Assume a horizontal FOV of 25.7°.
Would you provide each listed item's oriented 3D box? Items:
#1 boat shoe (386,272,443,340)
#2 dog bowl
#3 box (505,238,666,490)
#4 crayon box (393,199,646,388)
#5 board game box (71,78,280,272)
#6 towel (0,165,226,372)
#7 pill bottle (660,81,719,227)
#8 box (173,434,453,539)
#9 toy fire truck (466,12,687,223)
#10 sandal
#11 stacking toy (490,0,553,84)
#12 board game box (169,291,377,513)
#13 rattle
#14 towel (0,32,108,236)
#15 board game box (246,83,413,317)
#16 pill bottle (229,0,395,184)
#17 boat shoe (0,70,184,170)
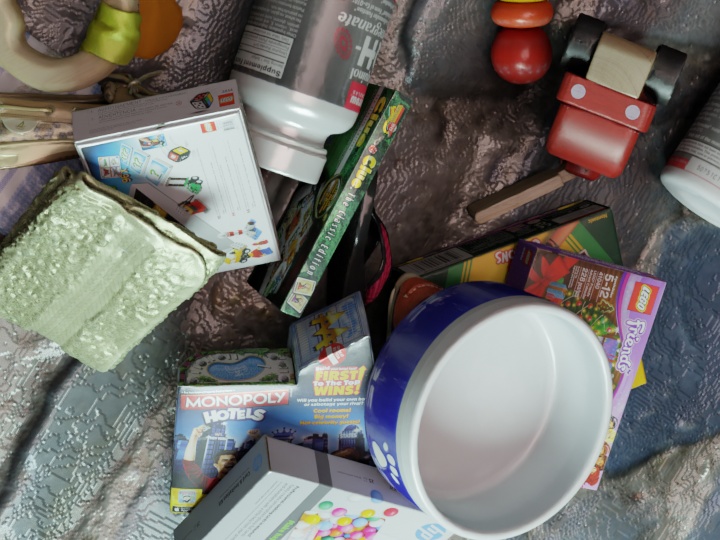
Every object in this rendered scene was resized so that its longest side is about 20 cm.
[{"bbox_3d":[0.050,0.101,1.356,0.071,0.063,0.201,-12,119,-25],"label":"boat shoe"},{"bbox_3d":[0.105,0.112,1.290,0.199,0.079,0.201,-10,110,-29],"label":"dog bowl"},{"bbox_3d":[0.175,0.085,1.391,0.136,0.039,0.201,13,99,-23],"label":"box"},{"bbox_3d":[0.146,0.050,1.426,0.199,0.058,0.174,-19,107,-14],"label":"crayon box"},{"bbox_3d":[-0.139,-0.062,1.237,0.125,0.035,0.200,-11,146,0],"label":"board game box"},{"bbox_3d":[-0.212,0.004,1.240,0.148,0.200,0.037,30,47,-21],"label":"towel"},{"bbox_3d":[0.372,-0.137,1.436,0.114,0.114,0.201,34,90,-22],"label":"pill bottle"},{"bbox_3d":[-0.036,0.219,1.350,0.199,0.041,0.156,19,132,-31],"label":"box"},{"bbox_3d":[0.181,-0.114,1.352,0.128,0.176,0.201,22,101,6],"label":"toy fire truck"},{"bbox_3d":[0.000,0.000,1.360,0.045,0.075,0.201,0,109,-17],"label":"sandal"},{"bbox_3d":[0.141,-0.259,1.352,0.085,0.085,0.201,-9,108,-17],"label":"stacking toy"},{"bbox_3d":[-0.058,0.111,1.322,0.199,0.062,0.201,0,128,-12],"label":"board game box"},{"bbox_3d":[-0.257,-0.207,1.235,0.199,0.143,0.131,-6,115,12],"label":"rattle"},{"bbox_3d":[-0.260,-0.097,1.273,0.200,0.024,0.147,38,87,-22],"label":"towel"},{"bbox_3d":[-0.028,-0.063,1.317,0.023,0.105,0.201,27,92,-21],"label":"board game box"},{"bbox_3d":[-0.042,-0.178,1.285,0.110,0.111,0.201,17,95,-21],"label":"pill bottle"},{"bbox_3d":[-0.214,-0.123,1.234,0.199,0.073,0.063,-12,103,-18],"label":"boat shoe"}]
